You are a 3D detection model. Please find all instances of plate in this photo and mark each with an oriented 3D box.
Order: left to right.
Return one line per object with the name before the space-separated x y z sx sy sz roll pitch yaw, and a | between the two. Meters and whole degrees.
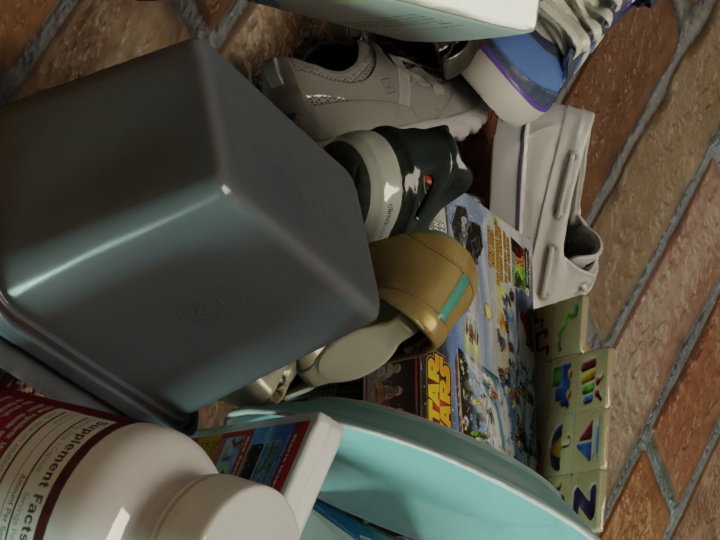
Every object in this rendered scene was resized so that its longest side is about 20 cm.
plate | 0.030 0.099 1.308 0.200 0.199 0.026 45 61 -54

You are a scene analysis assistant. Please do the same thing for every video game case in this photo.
video game case | -0.087 0.139 1.270 0.017 0.200 0.144 32 69 -22

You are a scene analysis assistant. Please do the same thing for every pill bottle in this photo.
pill bottle | -0.130 0.114 1.166 0.113 0.199 0.114 -25 121 -53

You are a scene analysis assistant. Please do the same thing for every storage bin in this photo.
storage bin | -0.087 -0.024 1.225 0.200 0.134 0.146 42 31 -55

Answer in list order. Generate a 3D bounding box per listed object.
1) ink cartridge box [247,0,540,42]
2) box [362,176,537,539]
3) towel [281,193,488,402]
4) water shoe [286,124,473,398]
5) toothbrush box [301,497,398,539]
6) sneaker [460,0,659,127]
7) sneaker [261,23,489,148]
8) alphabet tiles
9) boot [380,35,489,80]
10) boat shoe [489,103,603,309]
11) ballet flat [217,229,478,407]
ink cartridge box | -0.022 -0.194 1.218 0.199 0.144 0.146 13 88 -23
box | 0.050 0.057 1.489 0.137 0.040 0.201 34 51 -53
towel | 0.009 0.048 1.535 0.192 0.034 0.202 8 93 -59
water shoe | 0.000 0.000 1.380 0.078 0.072 0.200 -12 155 -27
toothbrush box | -0.014 0.207 1.460 0.147 0.085 0.200 -56 147 3
sneaker | 0.126 -0.165 1.519 0.081 0.146 0.200 48 20 -4
sneaker | 0.010 -0.098 1.453 0.200 0.074 0.083 -31 104 -63
alphabet tiles | 0.091 0.105 1.551 0.006 0.200 0.168 9 77 -23
boot | 0.058 -0.191 1.471 0.173 0.200 0.070 -26 133 -15
boat shoe | 0.113 -0.008 1.634 0.074 0.065 0.201 -68 159 -52
ballet flat | -0.033 0.032 1.311 0.069 0.199 0.063 46 42 -26
